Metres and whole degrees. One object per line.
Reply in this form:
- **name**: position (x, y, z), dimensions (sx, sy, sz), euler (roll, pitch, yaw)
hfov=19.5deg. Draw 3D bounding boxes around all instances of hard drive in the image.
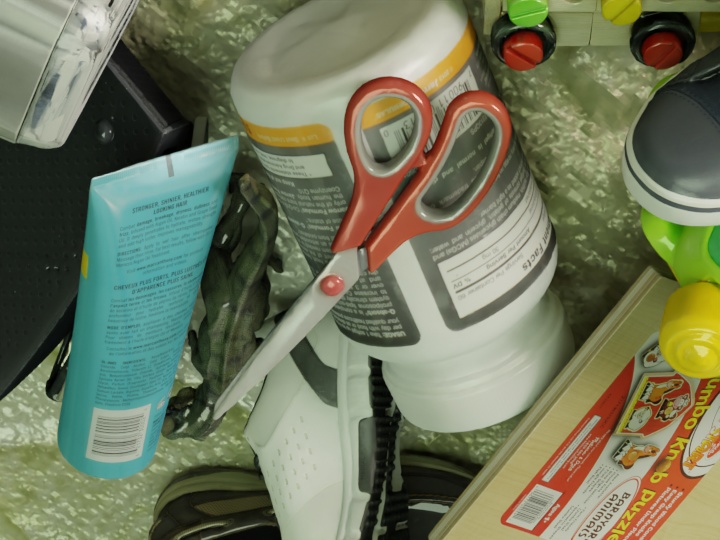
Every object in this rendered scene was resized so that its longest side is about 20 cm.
- **hard drive**: position (-0.165, -0.040, 1.029), dimensions (0.135, 0.042, 0.200), euler (50, 124, 20)

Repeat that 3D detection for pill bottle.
- **pill bottle**: position (0.026, -0.029, 0.991), dimensions (0.116, 0.116, 0.200), euler (-13, 120, 19)

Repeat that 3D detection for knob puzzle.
- **knob puzzle**: position (0.148, 0.089, 1.059), dimensions (0.220, 0.030, 0.220), euler (-17, 132, -20)

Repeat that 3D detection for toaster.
- **toaster**: position (-0.157, -0.140, 0.900), dimensions (0.129, 0.200, 0.114), euler (26, 135, -6)

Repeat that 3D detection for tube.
- **tube**: position (-0.107, 0.019, 0.996), dimensions (0.050, 0.077, 0.200), euler (45, 140, 25)

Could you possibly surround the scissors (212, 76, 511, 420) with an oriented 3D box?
- **scissors**: position (0.000, 0.000, 0.931), dimensions (0.073, 0.014, 0.200), euler (19, 116, -14)

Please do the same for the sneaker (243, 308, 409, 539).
- **sneaker**: position (-0.019, 0.111, 1.087), dimensions (0.080, 0.074, 0.200), euler (0, 82, 22)

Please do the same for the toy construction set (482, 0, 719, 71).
- **toy construction set**: position (0.109, -0.153, 0.905), dimensions (0.200, 0.092, 0.131), euler (12, 142, 10)

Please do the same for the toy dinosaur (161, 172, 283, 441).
- **toy dinosaur**: position (-0.061, 0.002, 1.037), dimensions (0.047, 0.088, 0.200), euler (12, 134, -4)

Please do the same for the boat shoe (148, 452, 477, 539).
- **boat shoe**: position (-0.022, 0.152, 1.149), dimensions (0.200, 0.073, 0.075), euler (-7, 122, 15)

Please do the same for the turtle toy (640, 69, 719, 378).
- **turtle toy**: position (0.196, -0.012, 0.947), dimensions (0.200, 0.146, 0.101), euler (41, 130, -16)

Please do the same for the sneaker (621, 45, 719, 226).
- **sneaker**: position (0.195, -0.091, 0.857), dimensions (0.200, 0.078, 0.079), euler (-27, 149, -17)

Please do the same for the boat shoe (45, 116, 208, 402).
- **boat shoe**: position (-0.120, 0.002, 1.065), dimensions (0.060, 0.076, 0.200), euler (14, 125, -6)
